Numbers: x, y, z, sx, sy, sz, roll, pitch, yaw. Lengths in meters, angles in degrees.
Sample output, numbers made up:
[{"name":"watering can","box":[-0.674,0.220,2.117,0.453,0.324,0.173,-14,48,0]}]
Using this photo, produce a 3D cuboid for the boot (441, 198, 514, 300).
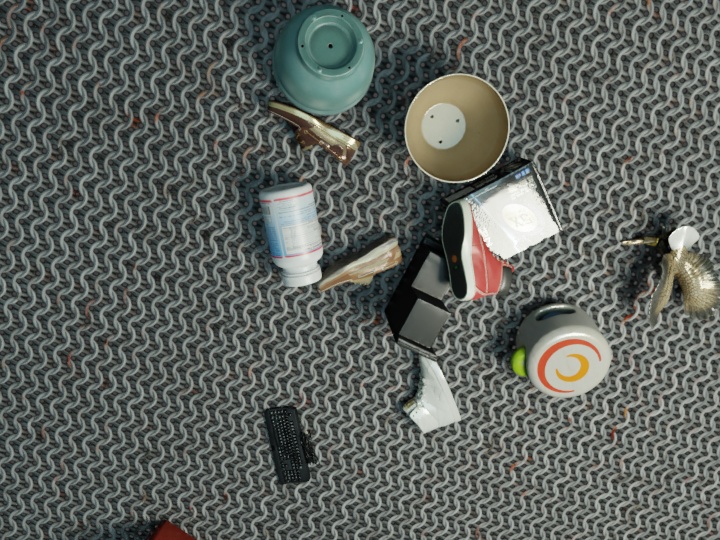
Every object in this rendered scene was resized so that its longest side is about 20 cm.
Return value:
[{"name":"boot","box":[0.244,-0.044,1.243,0.144,0.072,0.200,-5,88,-31]}]

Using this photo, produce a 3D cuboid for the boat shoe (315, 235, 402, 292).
[{"name":"boat shoe","box":[0.000,0.000,1.314,0.200,0.076,0.072,-27,108,5]}]

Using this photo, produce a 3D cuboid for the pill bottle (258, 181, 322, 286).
[{"name":"pill bottle","box":[-0.136,-0.074,1.263,0.108,0.109,0.200,-10,107,-2]}]

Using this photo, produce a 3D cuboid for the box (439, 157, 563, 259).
[{"name":"box","box":[0.293,-0.117,1.297,0.200,0.086,0.164,-27,106,3]}]

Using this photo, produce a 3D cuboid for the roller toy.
[{"name":"roller toy","box":[0.444,0.173,1.362,0.200,0.140,0.183,29,112,-14]}]

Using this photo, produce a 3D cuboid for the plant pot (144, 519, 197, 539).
[{"name":"plant pot","box":[-0.457,0.707,1.419,0.200,0.176,0.200,41,98,-13]}]

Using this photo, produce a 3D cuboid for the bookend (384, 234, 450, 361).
[{"name":"bookend","box":[0.143,0.050,1.273,0.092,0.199,0.200,25,101,-11]}]

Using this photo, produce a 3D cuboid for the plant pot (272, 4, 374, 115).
[{"name":"plant pot","box":[-0.061,-0.402,1.144,0.200,0.134,0.201,0,93,-10]}]

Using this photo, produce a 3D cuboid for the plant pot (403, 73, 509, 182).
[{"name":"plant pot","box":[0.176,-0.281,1.217,0.200,0.134,0.201,-1,105,-5]}]

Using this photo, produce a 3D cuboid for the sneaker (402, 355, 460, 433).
[{"name":"sneaker","box":[0.144,0.282,1.403,0.115,0.074,0.200,-23,107,-1]}]

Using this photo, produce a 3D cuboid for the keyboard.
[{"name":"keyboard","box":[-0.157,0.410,1.432,0.104,0.040,0.200,-10,107,-1]}]

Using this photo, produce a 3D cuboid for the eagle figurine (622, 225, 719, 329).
[{"name":"eagle figurine","box":[0.679,0.012,1.334,0.152,0.200,0.151,-24,153,35]}]

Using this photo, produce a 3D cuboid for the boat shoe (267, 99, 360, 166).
[{"name":"boat shoe","box":[-0.102,-0.272,1.234,0.200,0.072,0.072,25,103,-15]}]
